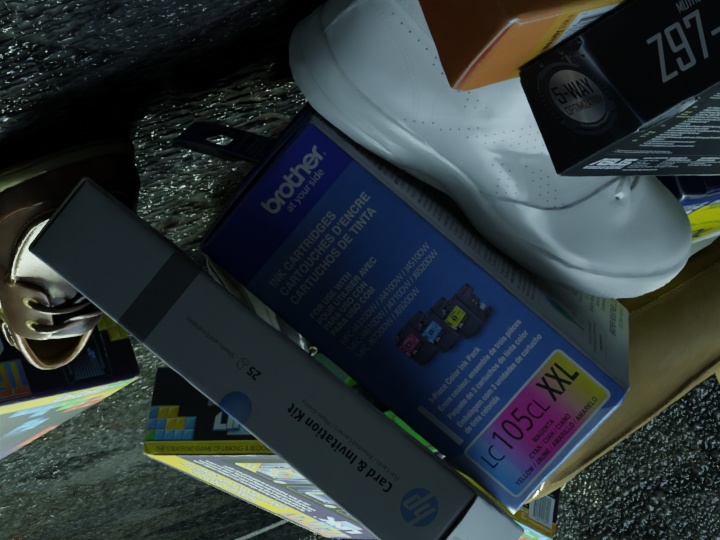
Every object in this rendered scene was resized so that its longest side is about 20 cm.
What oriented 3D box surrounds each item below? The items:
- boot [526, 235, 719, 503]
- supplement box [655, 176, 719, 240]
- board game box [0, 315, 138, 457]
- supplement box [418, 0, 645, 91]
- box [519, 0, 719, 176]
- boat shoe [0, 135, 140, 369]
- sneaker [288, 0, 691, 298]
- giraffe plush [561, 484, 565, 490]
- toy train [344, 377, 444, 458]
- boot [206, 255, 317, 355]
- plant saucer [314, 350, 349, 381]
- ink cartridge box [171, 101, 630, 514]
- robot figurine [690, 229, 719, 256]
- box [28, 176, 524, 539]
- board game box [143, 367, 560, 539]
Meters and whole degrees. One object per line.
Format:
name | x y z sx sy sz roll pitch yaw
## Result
boot | 0.146 0.055 1.211 0.200 0.066 0.176 -33 142 -25
supplement box | 0.087 -0.048 1.136 0.200 0.110 0.109 -27 167 40
board game box | -0.243 0.073 1.267 0.200 0.057 0.165 -11 165 -42
supplement box | 0.119 -0.127 0.902 0.199 0.067 0.069 -16 166 -25
box | 0.178 -0.088 0.909 0.160 0.044 0.200 -31 164 35
boat shoe | -0.129 -0.006 1.067 0.072 0.068 0.200 -16 169 -17
sneaker | 0.073 -0.060 0.961 0.200 0.075 0.088 29 126 -29
giraffe plush | 0.026 0.064 1.535 0.162 0.173 0.200 16 -168 -31
toy train | 0.072 0.060 1.213 0.200 0.057 0.042 -12 171 -42
boot | 0.000 0.000 1.260 0.150 0.073 0.200 -17 -177 -3
plant saucer | 0.040 0.020 1.330 0.070 0.019 0.200 -4 -164 45
ink cartridge box | 0.015 -0.007 1.009 0.076 0.200 0.136 -47 -176 13
robot figurine | 0.168 -0.042 1.312 0.199 0.113 0.170 -18 -172 -5
box | -0.029 0.051 0.986 0.041 0.200 0.156 -52 166 -3
board game box | 0.000 0.106 1.403 0.165 0.057 0.200 -2 160 32
